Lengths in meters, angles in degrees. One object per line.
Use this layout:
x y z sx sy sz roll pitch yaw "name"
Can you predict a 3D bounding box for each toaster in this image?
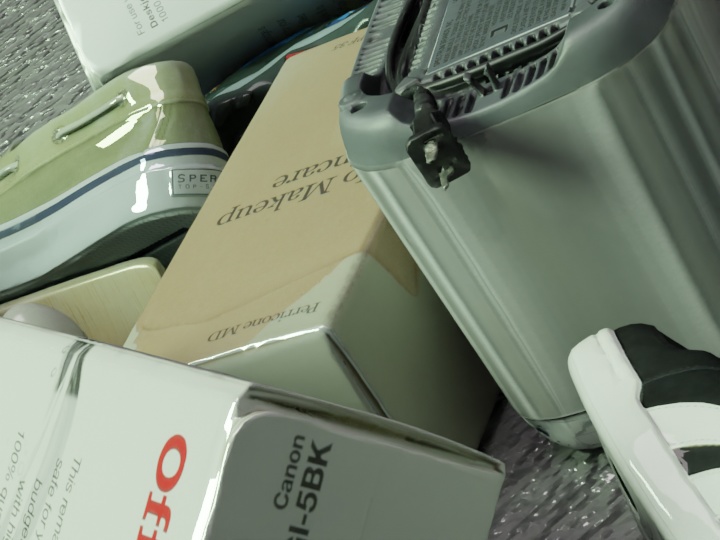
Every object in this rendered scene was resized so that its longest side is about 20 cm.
0.072 -0.039 0.801 0.113 0.130 0.200 -22 25 22 "toaster"

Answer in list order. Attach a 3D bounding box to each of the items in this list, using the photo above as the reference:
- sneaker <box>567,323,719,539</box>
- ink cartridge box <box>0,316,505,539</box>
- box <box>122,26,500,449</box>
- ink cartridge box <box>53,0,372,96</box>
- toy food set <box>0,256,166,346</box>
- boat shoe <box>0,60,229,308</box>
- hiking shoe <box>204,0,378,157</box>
0.130 0.057 0.635 0.111 0.073 0.200 -29 32 -1 "sneaker"
-0.066 0.095 0.693 0.199 0.082 0.148 11 85 56 "ink cartridge box"
0.000 0.000 0.875 0.094 0.078 0.200 -18 27 28 "box"
-0.020 -0.136 1.067 0.199 0.085 0.145 -29 -13 3 "ink cartridge box"
-0.152 0.078 0.930 0.143 0.061 0.200 -18 27 29 "toy food set"
-0.117 -0.018 1.021 0.199 0.072 0.063 -23 66 40 "boat shoe"
0.018 -0.081 1.015 0.199 0.075 0.087 -19 19 17 "hiking shoe"
